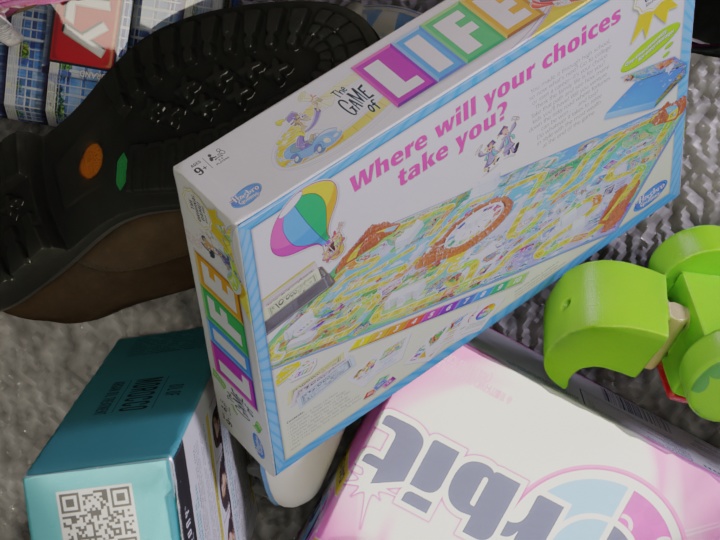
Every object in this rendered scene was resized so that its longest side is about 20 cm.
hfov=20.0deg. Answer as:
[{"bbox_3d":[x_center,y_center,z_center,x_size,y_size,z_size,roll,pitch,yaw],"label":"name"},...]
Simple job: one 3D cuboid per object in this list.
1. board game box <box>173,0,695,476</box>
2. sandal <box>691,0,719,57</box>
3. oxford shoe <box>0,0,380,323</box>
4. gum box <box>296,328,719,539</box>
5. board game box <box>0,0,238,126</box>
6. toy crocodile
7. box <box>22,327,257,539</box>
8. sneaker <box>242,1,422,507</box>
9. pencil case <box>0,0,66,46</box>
[{"bbox_3d":[0.033,-0.031,0.708,0.200,0.135,0.034,-33,55,-22],"label":"board game box"},{"bbox_3d":[0.110,-0.110,0.754,0.199,0.048,0.076,14,140,6],"label":"sandal"},{"bbox_3d":[-0.062,-0.037,0.746,0.199,0.084,0.073,-24,60,32],"label":"oxford shoe"},{"bbox_3d":[0.087,0.109,0.798,0.199,0.066,0.114,28,99,-2],"label":"gum box"},{"bbox_3d":[-0.092,-0.147,0.762,0.199,0.062,0.201,9,100,1],"label":"board game box"},{"bbox_3d":[0.165,0.030,0.770,0.199,0.068,0.062,6,135,-19],"label":"toy crocodile"},{"bbox_3d":[-0.073,0.081,0.732,0.049,0.200,0.083,-7,100,3],"label":"box"},{"bbox_3d":[0.000,0.000,0.780,0.072,0.072,0.201,16,102,6],"label":"sneaker"},{"bbox_3d":[-0.055,-0.127,0.680,0.199,0.083,0.087,-6,95,10],"label":"pencil case"}]
